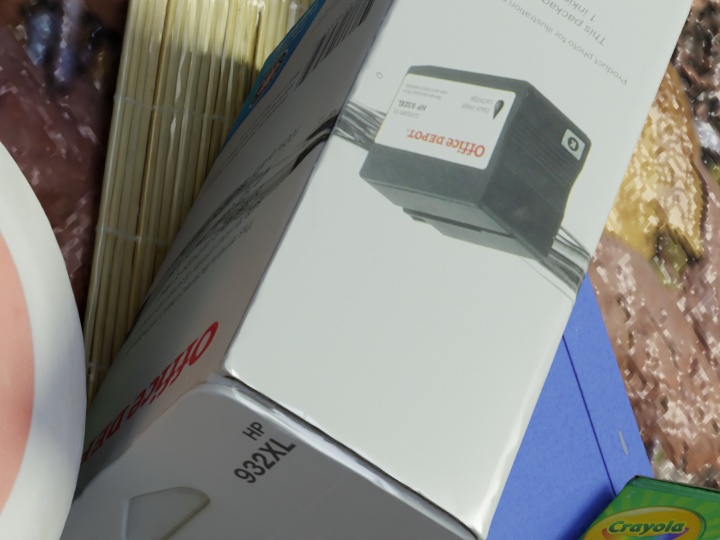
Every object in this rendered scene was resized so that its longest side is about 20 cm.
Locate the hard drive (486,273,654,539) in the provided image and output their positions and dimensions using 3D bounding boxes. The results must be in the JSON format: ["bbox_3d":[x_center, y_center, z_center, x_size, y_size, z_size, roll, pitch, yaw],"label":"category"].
[{"bbox_3d":[0.011,0.089,0.885,0.200,0.025,0.132,-27,103,-36],"label":"hard drive"}]

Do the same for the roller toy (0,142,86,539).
[{"bbox_3d":[-0.168,0.032,0.710,0.183,0.140,0.200,49,58,-16],"label":"roller toy"}]

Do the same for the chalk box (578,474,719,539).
[{"bbox_3d":[0.117,0.149,0.875,0.200,0.125,0.124,-46,122,-30],"label":"chalk box"}]

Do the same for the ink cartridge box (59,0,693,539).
[{"bbox_3d":[0.000,0.000,0.790,0.084,0.145,0.200,32,54,-11],"label":"ink cartridge box"}]

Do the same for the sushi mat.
[{"bbox_3d":[-0.037,-0.042,0.895,0.095,0.012,0.201,17,71,-32],"label":"sushi mat"}]
